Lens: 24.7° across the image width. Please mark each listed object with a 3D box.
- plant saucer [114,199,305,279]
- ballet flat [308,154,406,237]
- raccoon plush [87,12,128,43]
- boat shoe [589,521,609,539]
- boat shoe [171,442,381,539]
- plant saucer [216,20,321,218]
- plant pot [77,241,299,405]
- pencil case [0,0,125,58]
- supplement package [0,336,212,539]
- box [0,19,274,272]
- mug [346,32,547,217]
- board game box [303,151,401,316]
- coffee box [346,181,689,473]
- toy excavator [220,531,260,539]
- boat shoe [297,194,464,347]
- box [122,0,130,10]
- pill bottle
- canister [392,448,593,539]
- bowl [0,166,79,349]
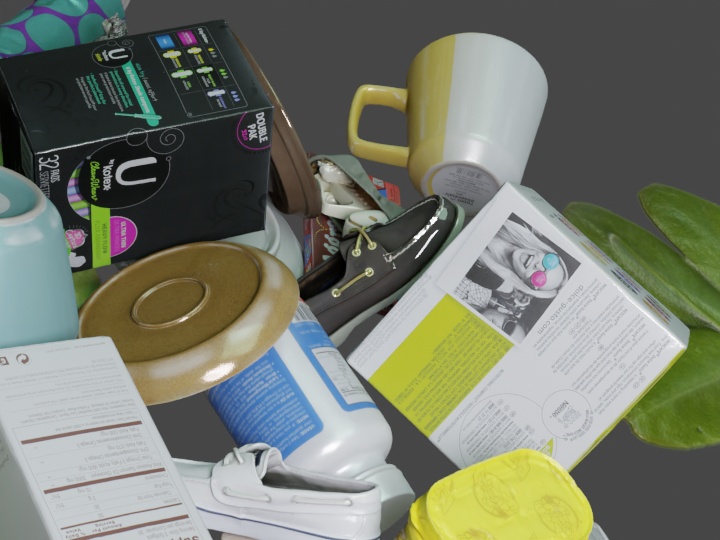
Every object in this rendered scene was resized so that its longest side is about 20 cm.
[{"bbox_3d":[-0.129,-0.032,1.470,0.200,0.050,0.200,20,41,-18],"label":"plant saucer"},{"bbox_3d":[0.001,-0.043,1.499,0.064,0.067,0.200,2,30,-31],"label":"ballet flat"},{"bbox_3d":[-0.191,-0.174,1.500,0.097,0.134,0.200,46,40,13],"label":"raccoon plush"},{"bbox_3d":[0.216,0.293,1.383,0.069,0.072,0.200,-1,42,-37],"label":"boat shoe"},{"bbox_3d":[-0.077,0.162,1.242,0.200,0.065,0.074,12,14,12],"label":"boat shoe"},{"bbox_3d":[-0.096,-0.132,1.499,0.029,0.200,0.200,-28,65,-11],"label":"plant saucer"},{"bbox_3d":[-0.147,0.033,1.304,0.200,0.027,0.200,-13,32,8],"label":"plant pot"},{"bbox_3d":[-0.298,-0.203,1.494,0.092,0.085,0.200,48,37,-9],"label":"pencil case"},{"bbox_3d":[-0.206,0.163,1.162,0.117,0.117,0.200,-6,55,-40],"label":"supplement package"},{"bbox_3d":[-0.187,-0.102,1.368,0.200,0.149,0.124,-13,50,-20],"label":"box"},{"bbox_3d":[0.097,-0.133,1.697,0.149,0.187,0.153,50,37,-38],"label":"mug"},{"bbox_3d":[-0.006,-0.035,1.567,0.103,0.019,0.200,19,34,-18],"label":"board game box"},{"bbox_3d":[0.141,0.064,1.393,0.198,0.200,0.200,43,10,8],"label":"coffee box"},{"bbox_3d":[-0.061,0.265,1.162,0.194,0.100,0.200,24,25,26],"label":"toy excavator"},{"bbox_3d":[0.000,0.000,1.407,0.061,0.201,0.072,42,16,-24],"label":"boat shoe"},{"bbox_3d":[-0.263,-0.354,1.666,0.078,0.095,0.200,17,44,-23],"label":"box"},{"bbox_3d":[-0.045,0.124,1.324,0.112,0.112,0.200,-12,58,-43],"label":"pill bottle"},{"bbox_3d":[0.063,0.232,1.220,0.149,0.200,0.087,-15,60,-44],"label":"canister"},{"bbox_3d":[-0.302,-0.016,1.232,0.201,0.105,0.201,12,23,-5],"label":"bowl"}]
